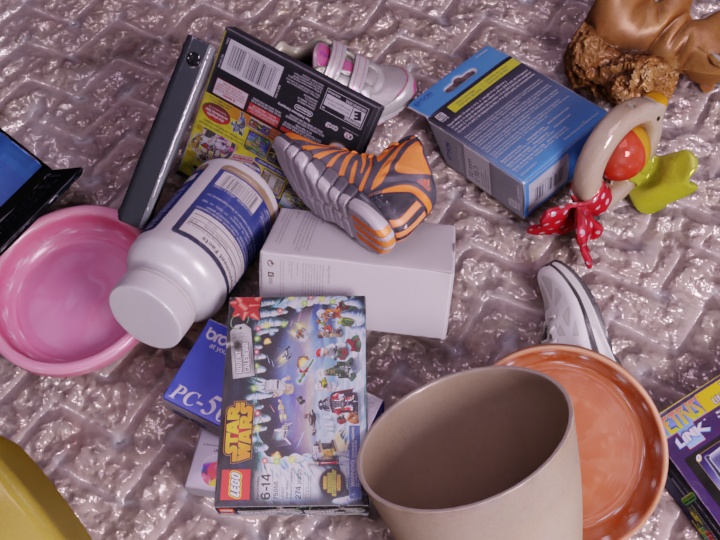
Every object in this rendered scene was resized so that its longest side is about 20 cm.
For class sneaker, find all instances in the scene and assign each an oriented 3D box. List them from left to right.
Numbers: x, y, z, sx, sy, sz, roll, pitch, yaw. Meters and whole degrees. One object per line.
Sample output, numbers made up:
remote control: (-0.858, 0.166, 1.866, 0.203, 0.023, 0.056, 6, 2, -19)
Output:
sneaker: (-0.029, -0.236, 0.986, 0.196, 0.089, 0.083, 2, 63, 3)
sneaker: (0.001, -0.103, 0.837, 0.112, 0.078, 0.199, -39, 58, -18)
sneaker: (0.197, 0.087, 0.826, 0.113, 0.076, 0.203, -17, 59, 0)

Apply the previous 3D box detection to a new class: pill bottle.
pill bottle: (-0.174, -0.018, 0.841, 0.109, 0.112, 0.201, 19, 46, 11)

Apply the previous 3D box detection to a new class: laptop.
laptop: (-0.438, -0.087, 0.915, 0.178, 0.104, 0.199, -52, 29, -19)

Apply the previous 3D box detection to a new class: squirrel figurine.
squirrel figurine: (0.361, -0.270, 0.984, 0.185, 0.142, 0.201, 34, 83, 6)

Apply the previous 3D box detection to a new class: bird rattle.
bird rattle: (0.273, -0.112, 0.884, 0.198, 0.165, 0.113, -24, 46, -20)

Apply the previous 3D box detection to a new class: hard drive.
hard drive: (-0.211, -0.149, 0.878, 0.032, 0.140, 0.203, 22, 94, -14)

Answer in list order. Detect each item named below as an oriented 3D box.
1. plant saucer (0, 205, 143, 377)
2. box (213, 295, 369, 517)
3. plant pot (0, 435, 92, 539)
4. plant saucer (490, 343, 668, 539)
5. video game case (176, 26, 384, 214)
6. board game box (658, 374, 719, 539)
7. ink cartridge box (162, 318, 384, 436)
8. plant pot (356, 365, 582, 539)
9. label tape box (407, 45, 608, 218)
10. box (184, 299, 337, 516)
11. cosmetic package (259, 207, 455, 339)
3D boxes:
plant saucer: (-0.313, 0.026, 0.889, 0.197, 0.051, 0.204, -1, 63, 2)
box: (-0.060, 0.121, 0.743, 0.134, 0.040, 0.203, -2, 62, 0)
plant pot: (-0.331, 0.274, 0.696, 0.175, 0.200, 0.201, 36, 69, 7)
plant saucer: (0.188, 0.170, 0.764, 0.197, 0.032, 0.204, 1, 94, 16)
video game case: (-0.095, -0.146, 0.905, 0.198, 0.025, 0.183, 29, 111, 9)
board game box: (0.398, 0.178, 0.784, 0.198, 0.057, 0.166, -27, 64, -11)
ink cartridge box: (-0.084, 0.133, 0.785, 0.197, 0.044, 0.095, 23, 65, 13)
plant pot: (0.115, 0.220, 0.689, 0.184, 0.203, 0.188, -18, 20, 7)
label tape box: (0.173, -0.171, 0.956, 0.143, 0.067, 0.200, -38, 52, -15)
box: (-0.082, 0.138, 0.830, 0.153, 0.041, 0.203, 6, 63, 5)
cosmetic package: (0.000, 0.000, 0.849, 0.196, 0.086, 0.108, 8, 30, 6)
